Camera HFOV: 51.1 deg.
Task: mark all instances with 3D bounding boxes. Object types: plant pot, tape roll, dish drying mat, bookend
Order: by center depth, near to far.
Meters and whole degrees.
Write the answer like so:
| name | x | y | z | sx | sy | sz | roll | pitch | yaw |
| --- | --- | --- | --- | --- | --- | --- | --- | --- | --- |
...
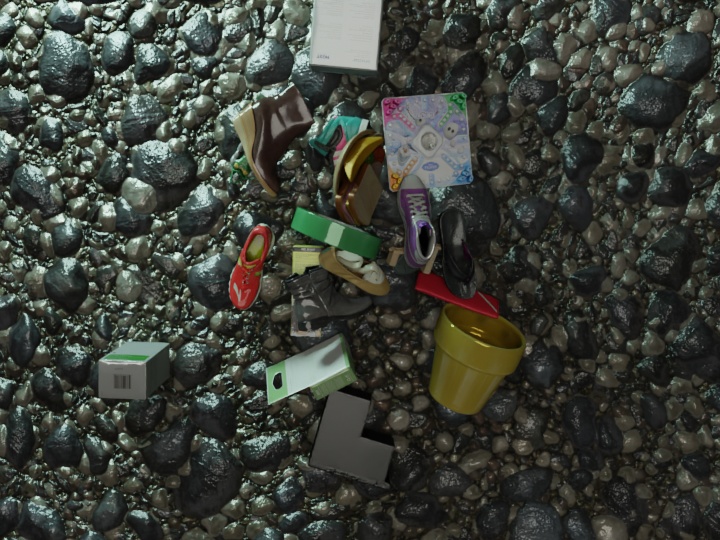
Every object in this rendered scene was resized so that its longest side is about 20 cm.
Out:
| name | x | y | z | sx | sy | sz | roll | pitch | yaw |
| --- | --- | --- | --- | --- | --- | --- | --- | --- | --- |
| tape roll | -0.051 | -0.081 | 1.623 | 0.196 | 0.200 | 0.049 | 20 | 95 | -1 |
| plant pot | 0.239 | 0.201 | 1.655 | 0.197 | 0.201 | 0.192 | 20 | 110 | -1 |
| dish drying mat | 0.219 | 0.053 | 1.693 | 0.196 | 0.077 | 0.018 | 21 | 124 | -1 |
| bookend | 0.000 | 0.365 | 1.715 | 0.194 | 0.092 | 0.204 | 16 | 94 | -2 |

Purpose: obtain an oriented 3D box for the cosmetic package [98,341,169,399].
| name | x | y | z | sx | sy | sz | roll | pitch | yaw |
| --- | --- | --- | --- | --- | --- | --- | --- | --- | --- |
| cosmetic package | -0.494 | 0.218 | 1.657 | 0.105 | 0.200 | 0.087 | 2 | 97 | -2 |

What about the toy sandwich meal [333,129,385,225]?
| name | x | y | z | sx | sy | sz | roll | pitch | yaw |
| --- | --- | --- | --- | --- | --- | --- | --- | --- | --- |
| toy sandwich meal | 0.010 | -0.200 | 1.617 | 0.069 | 0.204 | 0.209 | 22 | 95 | 27 |

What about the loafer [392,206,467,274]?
| name | x | y | z | sx | sy | sz | roll | pitch | yaw |
| --- | --- | --- | --- | --- | --- | --- | --- | --- | --- |
| loafer | 0.151 | -0.068 | 1.700 | 0.198 | 0.063 | 0.072 | -36 | 125 | 7 |

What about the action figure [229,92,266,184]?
| name | x | y | z | sx | sy | sz | roll | pitch | yaw |
| --- | --- | --- | --- | --- | --- | --- | --- | --- | --- |
| action figure | -0.232 | -0.278 | 1.686 | 0.117 | 0.055 | 0.202 | 34 | 99 | -5 |

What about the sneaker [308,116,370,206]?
| name | x | y | z | sx | sy | sz | roll | pitch | yaw |
| --- | --- | --- | --- | --- | --- | --- | --- | --- | --- |
| sneaker | -0.062 | -0.251 | 1.668 | 0.118 | 0.084 | 0.204 | 18 | 99 | 3 |

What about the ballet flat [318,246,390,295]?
| name | x | y | z | sx | sy | sz | roll | pitch | yaw |
| --- | --- | --- | --- | --- | --- | --- | --- | --- | --- |
| ballet flat | 0.000 | 0.000 | 1.658 | 0.197 | 0.070 | 0.063 | 22 | 139 | -30 |

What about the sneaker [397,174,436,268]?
| name | x | y | z | sx | sy | sz | roll | pitch | yaw |
| --- | --- | --- | --- | --- | --- | --- | --- | --- | --- |
| sneaker | 0.128 | -0.114 | 1.590 | 0.071 | 0.114 | 0.205 | -6 | 81 | -10 |

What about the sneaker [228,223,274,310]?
| name | x | y | z | sx | sy | sz | roll | pitch | yaw |
| --- | --- | --- | --- | --- | --- | --- | --- | --- | --- |
| sneaker | -0.253 | -0.009 | 1.691 | 0.075 | 0.085 | 0.204 | 17 | 95 | 0 |

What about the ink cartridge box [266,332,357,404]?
| name | x | y | z | sx | sy | sz | roll | pitch | yaw |
| --- | --- | --- | --- | --- | --- | --- | --- | --- | --- |
| ink cartridge box | -0.111 | 0.231 | 1.678 | 0.197 | 0.146 | 0.048 | -27 | 117 | 4 |

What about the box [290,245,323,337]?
| name | x | y | z | sx | sy | sz | roll | pitch | yaw |
| --- | --- | --- | --- | --- | --- | --- | --- | --- | --- |
| box | -0.120 | 0.046 | 1.711 | 0.073 | 0.050 | 0.205 | 1 | 94 | 0 |

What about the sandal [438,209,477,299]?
| name | x | y | z | sx | sy | sz | roll | pitch | yaw |
| --- | --- | --- | --- | --- | --- | --- | --- | --- | --- |
| sandal | 0.211 | -0.031 | 1.639 | 0.074 | 0.048 | 0.205 | -17 | 102 | -13 |

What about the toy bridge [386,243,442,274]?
| name | x | y | z | sx | sy | sz | roll | pitch | yaw |
| --- | --- | --- | --- | --- | --- | --- | --- | --- | --- |
| toy bridge | 0.152 | -0.028 | 1.669 | 0.196 | 0.027 | 0.068 | 12 | 113 | -21 |

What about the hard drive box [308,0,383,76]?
| name | x | y | z | sx | sy | sz | roll | pitch | yaw |
| --- | --- | --- | --- | --- | --- | --- | --- | --- | --- |
| hard drive box | -0.028 | -0.538 | 1.645 | 0.152 | 0.077 | 0.205 | 6 | 95 | 1 |

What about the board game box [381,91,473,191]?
| name | x | y | z | sx | sy | sz | roll | pitch | yaw |
| --- | --- | --- | --- | --- | --- | --- | --- | --- | --- |
| board game box | 0.151 | -0.286 | 1.666 | 0.195 | 0.026 | 0.205 | -7 | 95 | -12 |

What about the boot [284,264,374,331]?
| name | x | y | z | sx | sy | sz | roll | pitch | yaw |
| --- | --- | --- | --- | --- | --- | --- | --- | --- | --- |
| boot | -0.063 | 0.047 | 1.665 | 0.197 | 0.069 | 0.135 | -16 | 96 | -31 |

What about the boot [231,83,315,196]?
| name | x | y | z | sx | sy | sz | roll | pitch | yaw |
| --- | --- | --- | --- | --- | --- | --- | --- | --- | --- |
| boot | -0.170 | -0.281 | 1.620 | 0.164 | 0.072 | 0.203 | -25 | 91 | 5 |
